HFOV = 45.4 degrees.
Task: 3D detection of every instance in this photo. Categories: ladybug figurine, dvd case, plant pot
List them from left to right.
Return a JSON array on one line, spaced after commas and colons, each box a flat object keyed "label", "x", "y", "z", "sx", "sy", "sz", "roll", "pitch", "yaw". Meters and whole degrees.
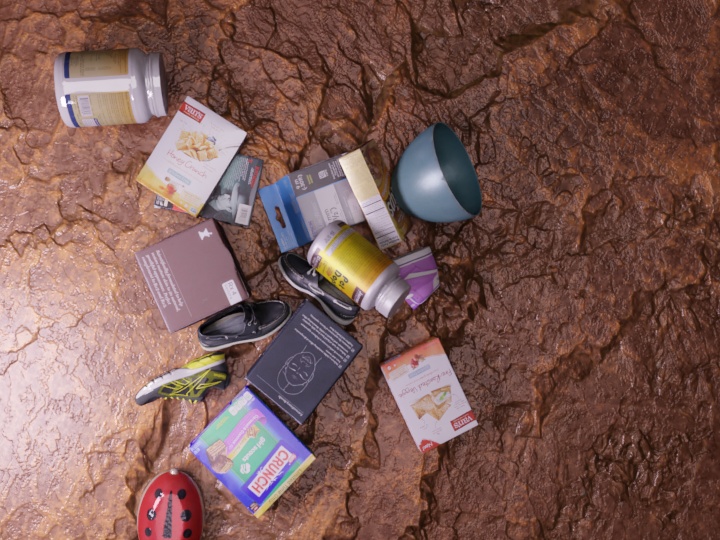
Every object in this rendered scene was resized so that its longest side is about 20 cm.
[{"label": "ladybug figurine", "x": -0.380, "y": 0.498, "z": 1.717, "sx": 0.134, "sy": 0.072, "sz": 0.203, "roll": 1, "pitch": 89, "yaw": -6}, {"label": "dvd case", "x": -0.309, "y": -0.179, "z": 1.759, "sx": 0.197, "sy": 0.022, "sz": 0.148, "roll": 12, "pitch": 88, "yaw": -4}, {"label": "plant pot", "x": 0.141, "y": -0.180, "z": 1.738, "sx": 0.134, "sy": 0.200, "sz": 0.202, "roll": -22, "pitch": 92, "yaw": 27}]

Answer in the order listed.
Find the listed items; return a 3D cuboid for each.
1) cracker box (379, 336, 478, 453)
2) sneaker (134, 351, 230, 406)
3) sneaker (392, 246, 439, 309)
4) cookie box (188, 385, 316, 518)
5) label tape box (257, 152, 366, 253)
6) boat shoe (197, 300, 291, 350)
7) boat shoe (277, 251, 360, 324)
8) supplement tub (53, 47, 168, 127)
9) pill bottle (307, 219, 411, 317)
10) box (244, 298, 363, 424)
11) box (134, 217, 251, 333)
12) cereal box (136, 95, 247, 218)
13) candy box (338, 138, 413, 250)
[{"label": "cracker box", "x": 0.141, "y": 0.256, "z": 1.782, "sx": 0.133, "sy": 0.058, "sz": 0.202, "roll": -26, "pitch": 92, "yaw": -5}, {"label": "sneaker", "x": -0.353, "y": 0.235, "z": 1.722, "sx": 0.198, "sy": 0.074, "sz": 0.085, "roll": -24, "pitch": 92, "yaw": -6}, {"label": "sneaker", "x": 0.069, "y": 0.036, "z": 1.772, "sx": 0.198, "sy": 0.073, "sz": 0.116, "roll": -19, "pitch": 96, "yaw": -4}, {"label": "cookie box", "x": -0.217, "y": 0.363, "z": 1.735, "sx": 0.171, "sy": 0.075, "sz": 0.200, "roll": -45, "pitch": 94, "yaw": -5}, {"label": "label tape box", "x": -0.093, "y": -0.137, "z": 1.759, "sx": 0.198, "sy": 0.066, "sz": 0.145, "roll": -21, "pitch": 91, "yaw": -7}, {"label": "boat shoe", "x": -0.237, "y": 0.100, "z": 1.730, "sx": 0.197, "sy": 0.066, "sz": 0.075, "roll": -16, "pitch": 60, "yaw": 0}, {"label": "boat shoe", "x": -0.079, "y": 0.022, "z": 1.739, "sx": 0.199, "sy": 0.060, "sz": 0.076, "roll": 38, "pitch": 45, "yaw": 3}, {"label": "supplement tub", "x": -0.483, "y": -0.358, "z": 1.682, "sx": 0.197, "sy": 0.144, "sz": 0.146, "roll": -4, "pitch": 90, "yaw": -6}, {"label": "pill bottle", "x": 0.000, "y": 0.000, "z": 1.676, "sx": 0.199, "sy": 0.109, "sz": 0.110, "roll": 39, "pitch": 86, "yaw": 12}, {"label": "box", "x": -0.114, "y": 0.181, "z": 1.732, "sx": 0.148, "sy": 0.107, "sz": 0.201, "roll": 40, "pitch": 85, "yaw": -4}, {"label": "box", "x": -0.317, "y": 0.010, "z": 1.667, "sx": 0.163, "sy": 0.200, "sz": 0.168, "roll": -24, "pitch": 91, "yaw": -5}, {"label": "cereal box", "x": -0.337, "y": -0.227, "z": 1.727, "sx": 0.143, "sy": 0.040, "sz": 0.201, "roll": 31, "pitch": 87, "yaw": -4}, {"label": "candy box", "x": 0.033, "y": -0.154, "z": 1.729, "sx": 0.055, "sy": 0.115, "sz": 0.202, "roll": -22, "pitch": 101, "yaw": 22}]
